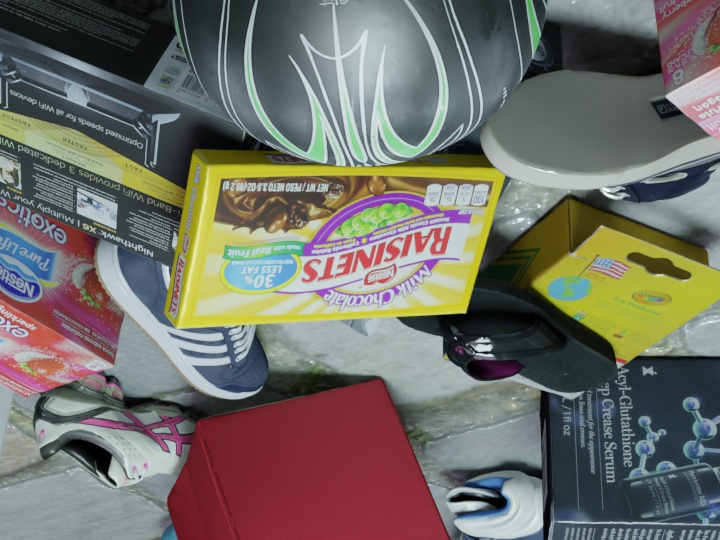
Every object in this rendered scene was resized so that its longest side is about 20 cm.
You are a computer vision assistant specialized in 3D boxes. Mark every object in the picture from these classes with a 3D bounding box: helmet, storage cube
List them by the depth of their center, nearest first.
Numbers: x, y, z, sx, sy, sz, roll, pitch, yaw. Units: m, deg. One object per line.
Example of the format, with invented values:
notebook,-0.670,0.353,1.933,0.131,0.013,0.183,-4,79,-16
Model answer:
helmet,-0.001,-0.142,0.630,0.200,0.200,0.191,-2,117,7
storage cube,-0.046,0.221,1.132,0.200,0.180,0.171,-12,152,-24

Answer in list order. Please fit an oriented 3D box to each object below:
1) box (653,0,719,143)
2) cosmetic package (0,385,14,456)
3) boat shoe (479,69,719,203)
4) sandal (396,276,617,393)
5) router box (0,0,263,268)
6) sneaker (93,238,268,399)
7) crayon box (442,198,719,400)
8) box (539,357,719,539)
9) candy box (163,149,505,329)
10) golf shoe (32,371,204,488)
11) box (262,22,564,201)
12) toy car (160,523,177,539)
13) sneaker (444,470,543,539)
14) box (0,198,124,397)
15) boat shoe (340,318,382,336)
box,0.258,-0.146,0.676,0.095,0.103,0.200,31,136,-34
cosmetic package,-0.433,0.147,1.147,0.200,0.123,0.199,25,140,-26
boat shoe,0.148,-0.068,0.782,0.200,0.075,0.093,-10,155,-24
sandal,0.109,0.054,0.932,0.200,0.048,0.075,23,139,-33
router box,-0.158,-0.088,0.793,0.200,0.052,0.157,23,144,2
sneaker,-0.098,0.029,0.994,0.108,0.070,0.200,-13,140,26
crayon box,0.164,0.019,0.972,0.127,0.051,0.200,19,143,-23
box,0.249,0.160,1.088,0.200,0.149,0.107,0,146,4
candy box,-0.011,-0.019,0.775,0.200,0.026,0.102,-2,121,-32
golf shoe,-0.202,0.157,1.173,0.200,0.092,0.073,27,138,-33
box,0.004,-0.101,0.816,0.200,0.044,0.160,10,145,-10
toy car,-0.100,0.328,1.319,0.177,0.200,0.184,24,140,-27
sneaker,0.119,0.251,1.305,0.146,0.081,0.200,36,138,-27
box,-0.269,0.000,0.941,0.100,0.096,0.200,-20,140,32
boat shoe,0.000,0.000,0.921,0.074,0.067,0.200,34,173,-7
